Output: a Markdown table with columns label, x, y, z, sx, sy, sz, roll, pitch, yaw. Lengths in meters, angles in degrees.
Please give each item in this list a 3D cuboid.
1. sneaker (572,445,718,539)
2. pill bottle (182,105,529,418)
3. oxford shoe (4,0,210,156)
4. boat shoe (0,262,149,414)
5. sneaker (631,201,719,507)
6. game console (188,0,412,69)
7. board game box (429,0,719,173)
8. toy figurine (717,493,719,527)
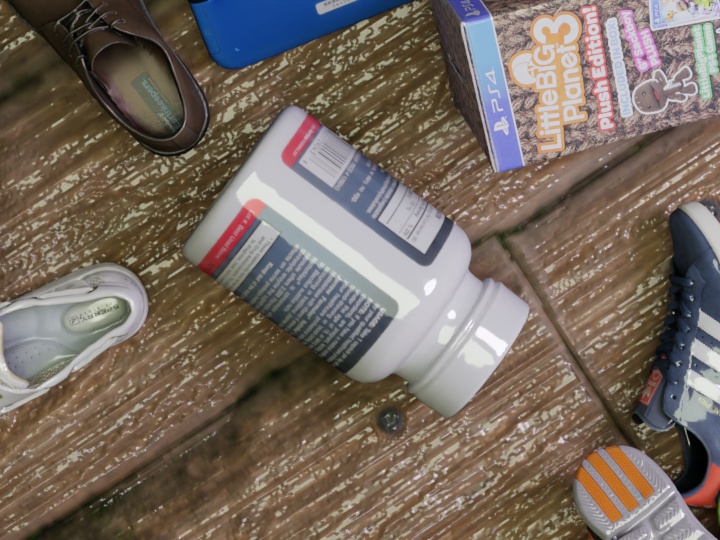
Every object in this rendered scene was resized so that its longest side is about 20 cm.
| label | x | y | z | sx | sy | sz | roll | pitch | yaw |
| --- | --- | --- | --- | --- | --- | --- | --- | --- | --- |
| sneaker | 0.210 | 0.202 | 1.581 | 0.078 | 0.112 | 0.200 | -31 | 69 | -2 |
| pill bottle | 0.000 | 0.000 | 1.564 | 0.200 | 0.120 | 0.120 | 37 | 91 | -4 |
| oxford shoe | -0.167 | -0.158 | 1.565 | 0.073 | 0.084 | 0.200 | -44 | 93 | 2 |
| boat shoe | -0.230 | 0.054 | 1.580 | 0.200 | 0.069 | 0.071 | -29 | 97 | 0 |
| sneaker | 0.211 | 0.059 | 1.599 | 0.084 | 0.075 | 0.200 | -14 | 94 | -6 |
| game console | -0.036 | -0.254 | 1.599 | 0.200 | 0.118 | 0.171 | -21 | 125 | -1 |
| board game box | 0.155 | -0.149 | 1.534 | 0.200 | 0.159 | 0.097 | -15 | 109 | -2 |
| toy figurine | 0.317 | 0.221 | 1.534 | 0.150 | 0.184 | 0.200 | -36 | 111 | 5 |
